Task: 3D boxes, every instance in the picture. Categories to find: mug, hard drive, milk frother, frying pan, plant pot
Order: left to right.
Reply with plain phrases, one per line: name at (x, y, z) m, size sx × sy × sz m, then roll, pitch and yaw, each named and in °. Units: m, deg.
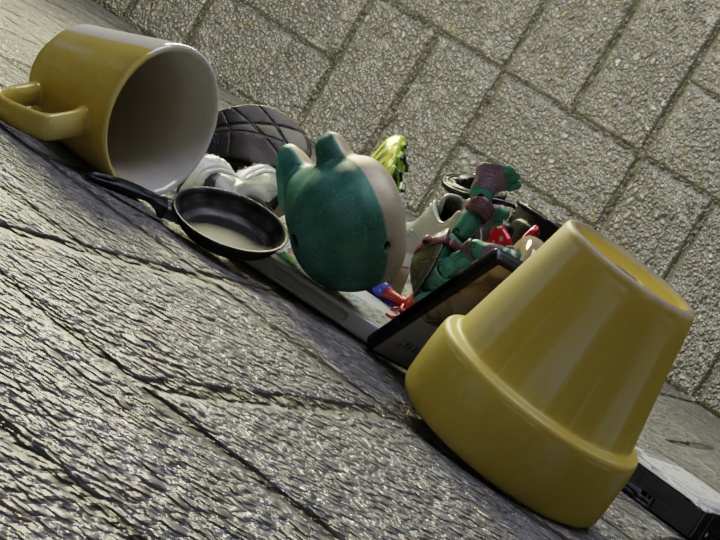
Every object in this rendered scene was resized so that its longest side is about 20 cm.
mug at (-0.248, -0.172, 1.533) m, size 0.152 × 0.150 × 0.186 m, roll 26°, pitch -5°, yaw 34°
frying pan at (-0.153, -0.044, 1.478) m, size 0.189 × 0.031 × 0.115 m, roll 2°, pitch 32°, yaw -36°
milk frother at (0.165, -0.010, 2.096) m, size 0.180 × 0.189 × 0.200 m, roll 29°, pitch 6°, yaw -32°
plant pot at (0.167, 0.073, 1.308) m, size 0.200 × 0.190 × 0.201 m, roll 34°, pitch 13°, yaw -9°
hard drive at (0.336, 0.237, 1.698) m, size 0.139 × 0.038 × 0.199 m, roll 36°, pitch 8°, yaw 34°

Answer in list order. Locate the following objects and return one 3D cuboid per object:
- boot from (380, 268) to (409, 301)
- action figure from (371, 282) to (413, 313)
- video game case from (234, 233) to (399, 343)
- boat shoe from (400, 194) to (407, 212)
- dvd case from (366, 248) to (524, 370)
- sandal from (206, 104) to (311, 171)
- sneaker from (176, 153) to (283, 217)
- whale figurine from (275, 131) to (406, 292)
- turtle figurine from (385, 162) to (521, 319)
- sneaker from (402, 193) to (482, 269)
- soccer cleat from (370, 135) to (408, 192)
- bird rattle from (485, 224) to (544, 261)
boot at (-0.012, -0.025, 1.924) m, size 0.143 × 0.073 × 0.200 m, roll 25°, pitch 6°, yaw -10°
action figure at (0.000, 0.000, 1.759) m, size 0.199 × 0.052 × 0.065 m, roll 24°, pitch -9°, yaw 36°
video game case at (-0.039, 0.016, 1.622) m, size 0.181 × 0.024 × 0.200 m, roll 33°, pitch 6°, yaw 3°
boat shoe at (-0.016, -0.100, 1.934) m, size 0.199 × 0.072 × 0.070 m, roll 4°, pitch 17°, yaw -41°
dvd case at (0.116, 0.057, 1.453) m, size 0.142 × 0.200 × 0.018 m, roll 27°, pitch 52°, yaw -23°
sandal at (-0.154, -0.134, 1.792) m, size 0.055 × 0.198 × 0.082 m, roll 117°, pitch -40°, yaw -64°
sneaker at (-0.122, -0.069, 1.713) m, size 0.079 × 0.074 × 0.200 m, roll 44°, pitch 15°, yaw 17°
whale figurine at (-0.039, -0.055, 1.556) m, size 0.103 × 0.161 × 0.200 m, roll -19°, pitch 33°, yaw -28°
turtle figurine at (0.098, -0.002, 1.556) m, size 0.100 × 0.201 × 0.150 m, roll 30°, pitch -33°, yaw -12°
sneaker at (0.087, -0.041, 1.736) m, size 0.075 × 0.093 × 0.200 m, roll 4°, pitch 10°, yaw -23°
soccer cleat at (-0.003, -0.084, 1.872) m, size 0.083 × 0.201 × 0.065 m, roll 15°, pitch -29°, yaw 18°
bird rattle at (0.162, 0.027, 1.742) m, size 0.112 × 0.201 × 0.163 m, roll 37°, pitch -26°, yaw -4°
